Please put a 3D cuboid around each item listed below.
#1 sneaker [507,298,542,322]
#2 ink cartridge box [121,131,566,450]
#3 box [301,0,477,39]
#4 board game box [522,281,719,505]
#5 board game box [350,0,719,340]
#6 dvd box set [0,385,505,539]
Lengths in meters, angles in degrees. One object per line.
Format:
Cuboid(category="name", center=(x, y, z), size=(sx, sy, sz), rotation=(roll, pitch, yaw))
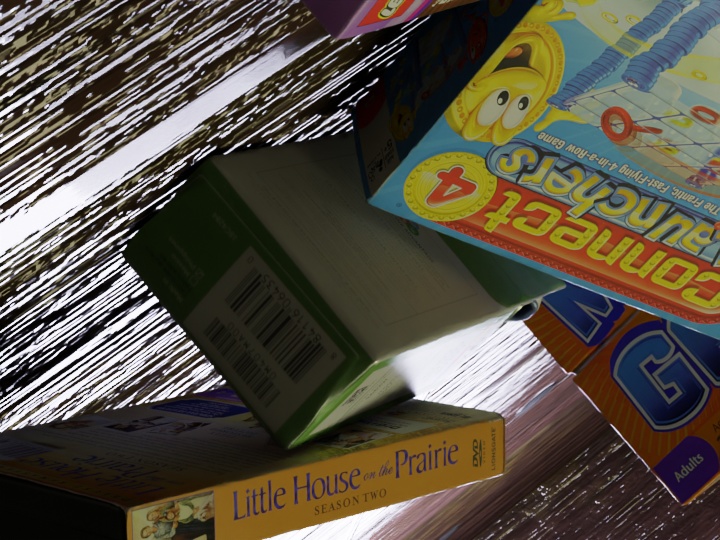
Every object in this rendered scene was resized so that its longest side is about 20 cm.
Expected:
Cuboid(category="sneaker", center=(0.071, -0.015, 1.111), size=(0.200, 0.087, 0.075), rotation=(-29, 161, -48))
Cuboid(category="ink cartridge box", center=(0.000, 0.000, 0.906), size=(0.059, 0.104, 0.200), rotation=(-46, 167, 25))
Cuboid(category="box", center=(0.071, -0.164, 0.696), size=(0.137, 0.039, 0.200), rotation=(-23, 159, -52))
Cuboid(category="board game box", center=(0.229, -0.024, 1.286), size=(0.200, 0.200, 0.200), rotation=(-25, 160, -51))
Cuboid(category="board game box", center=(0.132, -0.077, 0.877), size=(0.199, 0.056, 0.196), rotation=(20, 130, -27))
Cuboid(category="dvd box set", center=(-0.060, 0.078, 0.877), size=(0.200, 0.030, 0.146), rotation=(-9, -170, -44))
